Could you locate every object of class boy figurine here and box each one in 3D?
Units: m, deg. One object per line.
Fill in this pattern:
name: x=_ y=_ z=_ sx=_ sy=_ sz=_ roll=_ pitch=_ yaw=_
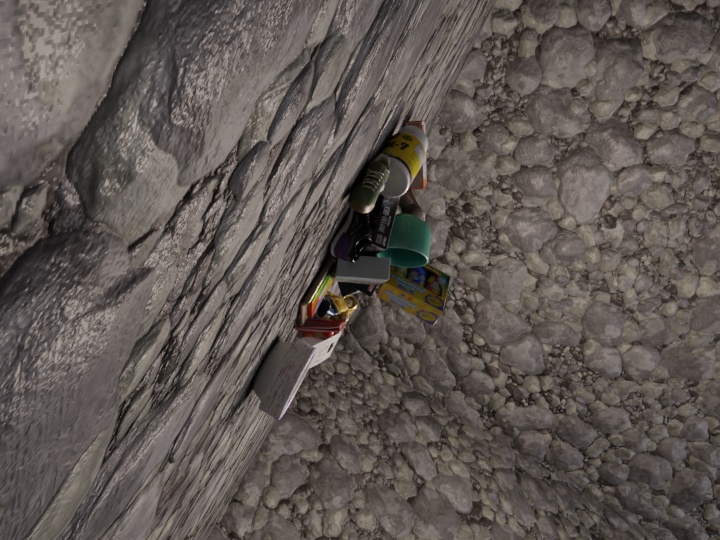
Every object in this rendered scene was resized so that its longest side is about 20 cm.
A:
boy figurine: x=-0.071 y=0.114 z=1.854 sx=0.065 sy=0.125 sz=0.198 roll=-46 pitch=154 yaw=20

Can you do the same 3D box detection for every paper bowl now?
paper bowl: x=-0.199 y=0.264 z=1.500 sx=0.204 sy=0.103 sz=0.201 roll=-61 pitch=177 yaw=-5

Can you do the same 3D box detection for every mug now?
mug: x=0.116 y=-0.086 z=1.671 sx=0.184 sy=0.149 sz=0.117 roll=-23 pitch=-126 yaw=59

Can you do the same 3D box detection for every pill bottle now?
pill bottle: x=0.107 y=-0.293 z=1.559 sx=0.201 sy=0.113 sz=0.115 roll=-59 pitch=178 yaw=-44

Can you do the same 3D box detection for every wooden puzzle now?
wooden puzzle: x=-0.117 y=0.054 z=1.673 sx=0.187 sy=0.037 sz=0.201 roll=-61 pitch=178 yaw=-23

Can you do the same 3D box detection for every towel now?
towel: x=-0.122 y=0.169 z=1.813 sx=0.200 sy=0.141 sz=0.023 roll=13 pitch=78 yaw=-88

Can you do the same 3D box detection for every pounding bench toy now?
pounding bench toy: x=-0.140 y=0.219 z=2.021 sx=0.203 sy=0.122 sz=0.156 roll=-62 pitch=177 yaw=25

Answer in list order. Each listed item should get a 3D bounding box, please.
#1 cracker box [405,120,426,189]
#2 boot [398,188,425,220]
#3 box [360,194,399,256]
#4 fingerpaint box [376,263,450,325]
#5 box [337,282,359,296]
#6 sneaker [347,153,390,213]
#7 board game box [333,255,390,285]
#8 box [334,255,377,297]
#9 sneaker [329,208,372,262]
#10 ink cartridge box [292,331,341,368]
cracker box: x=0.175 y=-0.363 z=1.846 sx=0.134 sy=0.056 sz=0.206 roll=-54 pitch=141 yaw=-72
boot: x=0.130 y=-0.248 z=1.716 sx=0.187 sy=0.063 sz=0.204 roll=57 pitch=19 yaw=-56
box: x=0.032 y=-0.123 z=1.637 sx=0.199 sy=0.049 sz=0.161 roll=-20 pitch=-128 yaw=67
fingerpaint box: x=0.164 y=0.047 z=1.796 sx=0.074 sy=0.197 sz=0.168 roll=-61 pitch=-177 yaw=43
box: x=0.008 y=0.013 z=2.018 sx=0.178 sy=0.107 sz=0.200 roll=-18 pitch=177 yaw=1
sneaker: x=0.025 y=-0.214 z=1.390 sx=0.201 sy=0.066 sz=0.091 roll=-58 pitch=169 yaw=-58
board game box: x=0.000 y=0.000 z=1.664 sx=0.200 sy=0.143 sz=0.066 roll=132 pitch=-37 yaw=-82
box: x=0.010 y=-0.041 z=1.814 sx=0.203 sy=0.156 sz=0.046 roll=-62 pitch=-179 yaw=26
sneaker: x=0.006 y=-0.111 z=1.542 sx=0.203 sy=0.086 sz=0.076 roll=-62 pitch=150 yaw=-9
ink cartridge box: x=-0.162 y=0.247 z=1.788 sx=0.198 sy=0.050 sz=0.163 roll=-26 pitch=155 yaw=-35
